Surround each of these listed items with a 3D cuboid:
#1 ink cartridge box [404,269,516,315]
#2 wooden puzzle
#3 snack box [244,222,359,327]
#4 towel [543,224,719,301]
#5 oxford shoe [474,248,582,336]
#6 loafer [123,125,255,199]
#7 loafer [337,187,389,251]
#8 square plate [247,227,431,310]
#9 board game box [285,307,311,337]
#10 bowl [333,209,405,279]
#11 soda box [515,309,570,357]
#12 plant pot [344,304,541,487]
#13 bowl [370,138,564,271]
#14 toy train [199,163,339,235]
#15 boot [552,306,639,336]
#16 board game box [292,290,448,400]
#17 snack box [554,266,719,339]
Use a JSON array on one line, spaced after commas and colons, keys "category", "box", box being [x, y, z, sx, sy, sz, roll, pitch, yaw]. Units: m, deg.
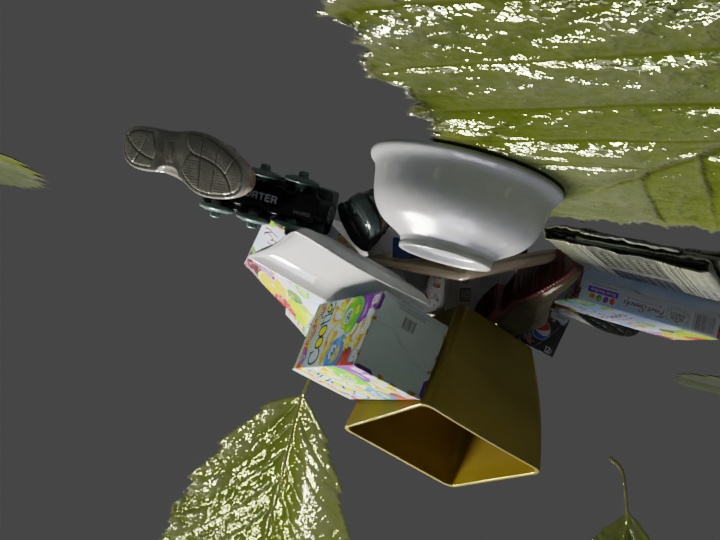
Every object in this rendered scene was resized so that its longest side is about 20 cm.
[{"category": "ink cartridge box", "box": [0.144, 0.022, 1.373, 0.174, 0.085, 0.200, 2, -177, -29]}, {"category": "wooden puzzle", "box": [0.121, -0.025, 1.141, 0.199, 0.047, 0.185, 4, -170, 44]}, {"category": "snack box", "box": [-0.090, -0.015, 1.309, 0.142, 0.053, 0.200, 45, 149, 4]}, {"category": "towel", "box": [0.326, -0.013, 1.020, 0.192, 0.035, 0.200, 16, 178, 31]}, {"category": "oxford shoe", "box": [0.238, 0.034, 1.205, 0.075, 0.071, 0.200, 31, 144, -17]}, {"category": "loafer", "box": [-0.200, -0.136, 1.083, 0.199, 0.072, 0.063, 20, -166, 28]}, {"category": "loafer", "box": [0.017, -0.069, 1.111, 0.072, 0.063, 0.200, 60, 173, -2]}, {"category": "square plate", "box": [-0.029, 0.005, 1.143, 0.197, 0.029, 0.200, 29, 161, -17]}, {"category": "board game box", "box": [-0.004, 0.066, 1.467, 0.199, 0.034, 0.134, -22, -131, -30]}, {"category": "bowl", "box": [0.000, 0.000, 1.330, 0.074, 0.201, 0.200, -24, -158, -26]}, {"category": "soda box", "box": [0.260, 0.080, 1.369, 0.070, 0.064, 0.200, 25, -177, -1]}, {"category": "plant pot", "box": [0.129, 0.166, 1.226, 0.199, 0.177, 0.200, 31, 149, -20]}, {"category": "bowl", "box": [0.095, -0.055, 0.887, 0.200, 0.091, 0.201, 15, 175, 1]}, {"category": "toy train", "box": [-0.121, -0.096, 1.161, 0.199, 0.086, 0.114, 15, -176, 13]}, {"category": "boot", "box": [0.350, 0.048, 1.406, 0.199, 0.068, 0.131, 22, 180, 19]}, {"category": "board game box", "box": [0.007, 0.103, 1.164, 0.104, 0.104, 0.200, 29, 162, -20]}, {"category": "snack box", "box": [0.378, 0.047, 1.233, 0.199, 0.053, 0.142, 16, 174, -2]}]
